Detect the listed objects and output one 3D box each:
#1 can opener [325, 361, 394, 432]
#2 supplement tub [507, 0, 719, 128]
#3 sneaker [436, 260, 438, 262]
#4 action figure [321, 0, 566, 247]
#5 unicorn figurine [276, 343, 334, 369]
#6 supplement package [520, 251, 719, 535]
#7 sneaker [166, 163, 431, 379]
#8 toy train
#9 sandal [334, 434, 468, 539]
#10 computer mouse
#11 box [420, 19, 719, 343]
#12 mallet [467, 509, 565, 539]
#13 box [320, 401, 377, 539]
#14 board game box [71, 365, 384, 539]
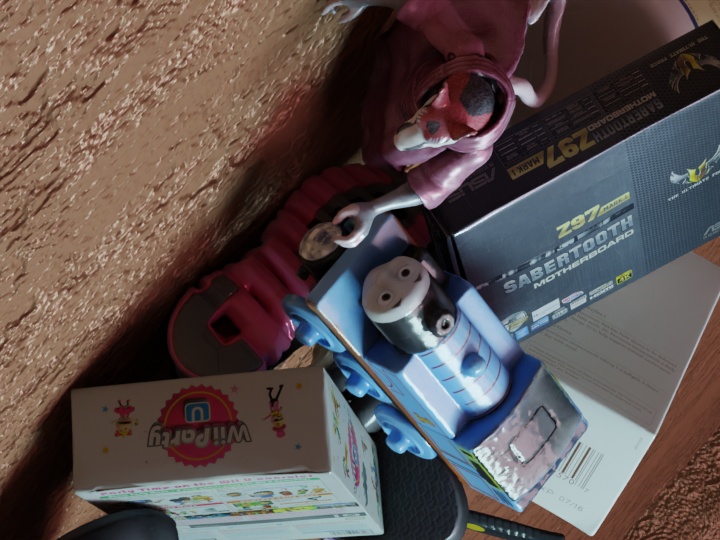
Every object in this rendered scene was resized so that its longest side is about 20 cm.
[{"bbox_3d":[0.036,0.069,1.544,0.067,0.053,0.200,-42,166,12],"label":"can opener"},{"bbox_3d":[0.179,-0.132,1.539,0.145,0.145,0.200,-58,162,21],"label":"supplement tub"},{"bbox_3d":[0.081,0.037,1.655,0.200,0.087,0.076,20,77,-63],"label":"sneaker"},{"bbox_3d":[0.052,-0.086,1.261,0.200,0.148,0.135,-118,-152,-77],"label":"action figure"},{"bbox_3d":[0.000,0.000,1.498,0.137,0.074,0.200,-43,178,-27],"label":"unicorn figurine"},{"bbox_3d":[0.165,0.066,1.683,0.200,0.117,0.117,-56,173,-47],"label":"supplement package"},{"bbox_3d":[-0.039,0.011,1.409,0.200,0.079,0.095,-35,165,-24],"label":"sneaker"},{"bbox_3d":[0.041,0.048,1.336,0.087,0.114,0.200,-51,130,-15],"label":"toy train"},{"bbox_3d":[-0.007,0.143,1.515,0.043,0.200,0.076,20,76,-46],"label":"sandal"},{"bbox_3d":[-0.153,0.199,1.384,0.138,0.053,0.200,-12,157,-25],"label":"computer mouse"},{"bbox_3d":[0.138,-0.044,1.389,0.200,0.051,0.158,-28,149,-5],"label":"box"},{"bbox_3d":[0.067,0.185,1.875,0.041,0.199,0.066,-81,-178,-46],"label":"mallet"},{"bbox_3d":[0.004,0.119,1.747,0.143,0.036,0.200,-63,166,-15],"label":"box"},{"bbox_3d":[-0.073,0.114,1.384,0.200,0.147,0.065,61,24,-73],"label":"board game box"}]
